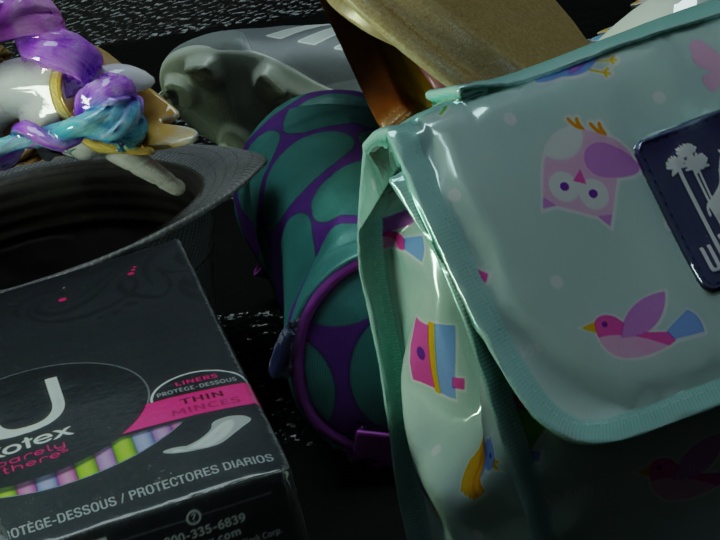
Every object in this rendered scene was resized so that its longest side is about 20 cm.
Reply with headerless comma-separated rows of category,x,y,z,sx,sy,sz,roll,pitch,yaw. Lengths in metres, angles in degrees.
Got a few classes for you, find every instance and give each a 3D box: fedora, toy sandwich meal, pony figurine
fedora,-0.117,0.020,1.050,0.200,0.090,0.177,-1,24,41
toy sandwich meal,0.015,-0.092,1.035,0.070,0.205,0.205,-48,15,18
pony figurine,-0.170,-0.093,0.994,0.200,0.193,0.167,-10,30,36

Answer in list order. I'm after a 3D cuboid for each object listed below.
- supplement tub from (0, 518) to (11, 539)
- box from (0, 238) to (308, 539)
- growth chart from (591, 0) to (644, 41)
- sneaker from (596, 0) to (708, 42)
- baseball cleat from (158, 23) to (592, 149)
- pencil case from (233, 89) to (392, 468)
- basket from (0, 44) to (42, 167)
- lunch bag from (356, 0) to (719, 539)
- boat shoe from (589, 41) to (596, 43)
supplement tub,-0.123,0.144,0.652,0.145,0.145,0.200,-17,37,-9
box,-0.086,0.083,0.868,0.122,0.106,0.200,-17,23,-8
growth chart,0.168,-0.110,1.290,0.144,0.018,0.200,0,25,30
sneaker,0.085,0.007,0.881,0.073,0.200,0.085,11,31,-26
baseball cleat,0.011,-0.089,1.258,0.200,0.070,0.106,10,42,24
pencil case,0.000,0.000,1.040,0.085,0.093,0.200,20,17,-15
basket,-0.243,-0.022,1.252,0.200,0.149,0.143,-29,-5,-33
lunch bag,0.095,0.024,0.787,0.170,0.200,0.122,-20,24,-19
boat shoe,0.122,-0.049,1.110,0.200,0.072,0.072,-3,23,9
